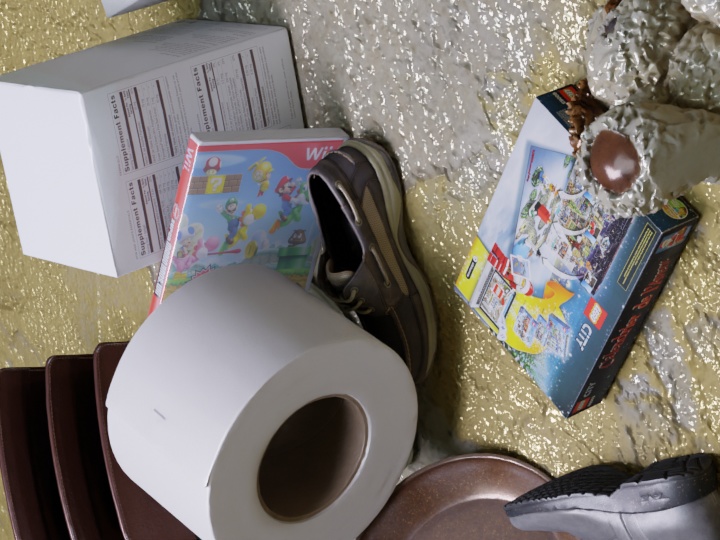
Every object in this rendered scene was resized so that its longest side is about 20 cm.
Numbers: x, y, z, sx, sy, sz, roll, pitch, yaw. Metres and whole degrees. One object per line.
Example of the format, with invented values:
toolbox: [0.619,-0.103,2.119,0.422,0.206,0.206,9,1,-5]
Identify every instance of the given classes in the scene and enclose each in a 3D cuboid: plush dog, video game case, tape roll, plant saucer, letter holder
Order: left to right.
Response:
letter holder: [-0.250,0.175,2.044,0.100,0.142,0.201,-22,74,43]
video game case: [-0.092,-0.018,1.744,0.017,0.142,0.201,42,126,43]
tape roll: [-0.075,0.113,1.693,0.139,0.202,0.204,34,133,43]
plant saucer: [0.084,0.239,1.682,0.200,0.201,0.037,38,176,36]
plush dog: [0.203,-0.131,1.353,0.172,0.160,0.201,41,111,54]

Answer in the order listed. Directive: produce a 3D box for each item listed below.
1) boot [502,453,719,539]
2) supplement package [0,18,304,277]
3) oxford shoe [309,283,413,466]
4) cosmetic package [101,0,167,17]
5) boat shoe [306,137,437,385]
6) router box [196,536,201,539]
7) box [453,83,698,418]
boot: [0.191,0.209,1.580,0.200,0.070,0.132,-12,100,53]
supplement package: [-0.167,-0.103,1.782,0.151,0.199,0.152,12,118,51]
oxford shoe: [-0.029,0.087,1.827,0.201,0.058,0.075,58,148,17]
cosmetic package: [-0.143,-0.283,1.753,0.200,0.085,0.108,-15,96,56]
boat shoe: [0.000,0.000,1.724,0.074,0.073,0.201,-4,105,54]
router box: [-0.208,0.271,2.174,0.200,0.051,0.150,37,137,37]
box: [0.146,-0.011,1.551,0.137,0.038,0.200,49,142,25]
